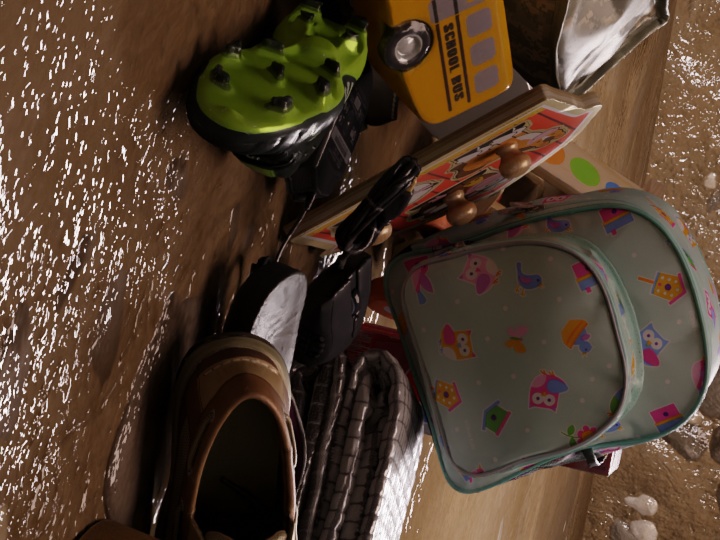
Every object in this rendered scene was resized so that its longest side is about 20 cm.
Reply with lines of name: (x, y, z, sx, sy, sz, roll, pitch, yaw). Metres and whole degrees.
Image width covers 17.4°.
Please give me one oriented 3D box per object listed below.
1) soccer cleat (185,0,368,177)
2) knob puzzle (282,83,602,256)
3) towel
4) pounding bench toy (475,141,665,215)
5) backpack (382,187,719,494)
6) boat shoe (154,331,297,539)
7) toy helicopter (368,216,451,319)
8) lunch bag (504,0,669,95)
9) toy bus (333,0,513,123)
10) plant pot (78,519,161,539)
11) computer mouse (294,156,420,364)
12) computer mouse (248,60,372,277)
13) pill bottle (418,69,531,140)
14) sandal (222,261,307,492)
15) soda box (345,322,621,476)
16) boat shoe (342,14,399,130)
soccer cleat: (-0.041, -0.078, 1.163, 0.200, 0.067, 0.081, -50, 163, -68)
knob puzzle: (0.062, -0.049, 1.427, 0.031, 0.219, 0.220, 63, 7, 9)
towel: (-0.022, 0.156, 1.481, 0.166, 0.085, 0.201, 71, 32, -73)
pounding bench toy: (0.104, -0.009, 1.776, 0.200, 0.156, 0.124, -50, -167, 39)
backpack: (0.128, 0.039, 1.488, 0.153, 0.199, 0.177, -11, 84, -80)
boat shoe: (-0.067, 0.134, 1.200, 0.074, 0.075, 0.201, -120, -153, -66)
toy helicopter: (0.109, 0.007, 1.636, 0.132, 0.200, 0.079, 31, 66, -36)
lunch bag: (0.097, -0.217, 1.374, 0.118, 0.164, 0.200, -41, 160, -10)
toy bus: (0.027, -0.172, 1.235, 0.065, 0.078, 0.201, 52, -18, 43)
plant pot: (-0.052, 0.234, 1.109, 0.186, 0.199, 0.187, 14, 90, -79)
computer mouse: (0.000, 0.000, 1.325, 0.059, 0.034, 0.200, -40, 169, -30)
computer mouse: (-0.043, -0.034, 1.302, 0.059, 0.034, 0.201, 65, 46, -69)
pill bottle: (0.100, -0.165, 1.634, 0.200, 0.112, 0.113, -61, 161, -55)
sandal: (-0.057, 0.091, 1.271, 0.075, 0.048, 0.201, -38, 148, -50)
soda box: (0.085, 0.087, 1.616, 0.070, 0.199, 0.064, -4, 107, -79)
boat shoe: (0.021, -0.158, 1.346, 0.202, 0.060, 0.072, 92, -5, -47)
